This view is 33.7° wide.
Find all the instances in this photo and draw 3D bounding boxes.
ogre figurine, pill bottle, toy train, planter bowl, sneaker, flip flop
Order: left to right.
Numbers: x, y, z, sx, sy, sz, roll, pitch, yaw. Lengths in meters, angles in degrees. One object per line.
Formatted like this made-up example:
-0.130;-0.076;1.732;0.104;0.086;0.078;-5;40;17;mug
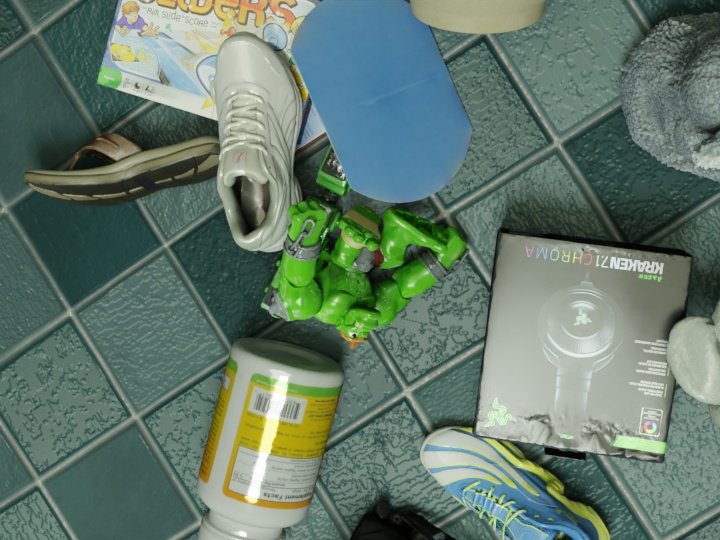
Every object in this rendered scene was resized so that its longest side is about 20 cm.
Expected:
-0.224;-0.106;1.143;0.199;0.081;0.058;-13;76;8;flip flop
-0.093;-0.111;1.051;0.078;0.099;0.201;-8;97;11;sneaker
-0.092;0.174;1.126;0.111;0.111;0.201;16;97;7;pill bottle
-0.043;-0.043;1.127;0.042;0.056;0.200;25;98;5;toy train
0.000;0.000;1.084;0.098;0.200;0.120;44;119;21;ogre figurine
0.103;-0.288;1.031;0.200;0.200;0.135;6;123;8;planter bowl
0.143;0.214;1.098;0.200;0.105;0.076;29;98;4;sneaker

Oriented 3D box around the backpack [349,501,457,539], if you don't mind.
0.060;0.333;1.107;0.200;0.167;0.127;31;118;1;backpack

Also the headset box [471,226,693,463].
0.198;0.071;1.084;0.174;0.093;0.201;8;97;8;headset box

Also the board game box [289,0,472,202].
0.014;-0.157;1.094;0.158;0.039;0.200;-26;94;-34;board game box

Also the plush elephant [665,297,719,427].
0.351;0.061;1.010;0.164;0.200;0.155;-31;94;17;plush elephant

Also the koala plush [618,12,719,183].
0.312;-0.150;0.993;0.183;0.200;0.178;15;97;7;koala plush

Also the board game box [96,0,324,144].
-0.134;-0.211;1.117;0.199;0.034;0.136;17;97;6;board game box

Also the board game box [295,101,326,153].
-0.104;-0.204;1.141;0.103;0.019;0.200;-31;90;8;board game box
